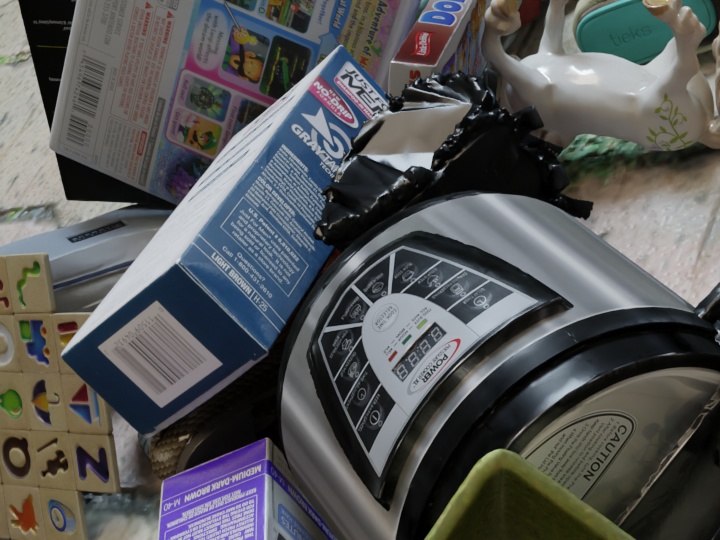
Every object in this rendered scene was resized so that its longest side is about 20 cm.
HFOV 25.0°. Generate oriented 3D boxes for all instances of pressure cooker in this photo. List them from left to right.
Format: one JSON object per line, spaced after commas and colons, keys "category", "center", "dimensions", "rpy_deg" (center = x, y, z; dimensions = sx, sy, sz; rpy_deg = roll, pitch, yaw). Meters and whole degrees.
{"category": "pressure cooker", "center": [0.077, 0.076, 0.645], "dimensions": [0.178, 0.177, 0.200], "rpy_deg": [-12, 30, -22]}

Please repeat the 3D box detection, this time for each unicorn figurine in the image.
{"category": "unicorn figurine", "center": [0.120, -0.104, 0.864], "dimensions": [0.199, 0.138, 0.074], "rpy_deg": [26, 58, 37]}

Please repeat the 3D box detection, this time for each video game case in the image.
{"category": "video game case", "center": [-0.073, -0.116, 0.898], "dimensions": [0.181, 0.201, 0.024], "rpy_deg": [23, 36, 5]}

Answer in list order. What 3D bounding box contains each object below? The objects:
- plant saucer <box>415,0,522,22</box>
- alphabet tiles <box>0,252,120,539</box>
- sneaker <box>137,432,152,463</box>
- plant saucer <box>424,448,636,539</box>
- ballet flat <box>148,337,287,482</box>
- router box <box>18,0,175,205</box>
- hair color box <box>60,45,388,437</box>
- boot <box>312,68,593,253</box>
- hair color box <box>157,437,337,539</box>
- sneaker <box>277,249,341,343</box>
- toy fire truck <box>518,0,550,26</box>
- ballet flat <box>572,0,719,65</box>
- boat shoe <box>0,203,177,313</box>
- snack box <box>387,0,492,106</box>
{"category": "plant saucer", "center": [0.003, -0.198, 0.944], "dimensions": [0.200, 0.202, 0.039], "rpy_deg": [-30, 6, 12]}
{"category": "alphabet tiles", "center": [-0.213, 0.075, 0.939], "dimensions": [0.199, 0.168, 0.006], "rpy_deg": [-2, 8, 40]}
{"category": "sneaker", "center": [-0.075, 0.079, 0.862], "dimensions": [0.082, 0.073, 0.200], "rpy_deg": [-36, 37, -6]}
{"category": "plant saucer", "center": [0.064, 0.194, 0.528], "dimensions": [0.200, 0.200, 0.048], "rpy_deg": [-55, 1, -6]}
{"category": "ballet flat", "center": [-0.023, 0.049, 0.808], "dimensions": [0.199, 0.068, 0.046], "rpy_deg": [-32, 41, -29]}
{"category": "router box", "center": [-0.096, -0.113, 0.959], "dimensions": [0.199, 0.150, 0.051], "rpy_deg": [5, 31, 21]}
{"category": "hair color box", "center": [-0.054, -0.018, 0.789], "dimensions": [0.100, 0.061, 0.200], "rpy_deg": [-35, 16, 39]}
{"category": "boot", "center": [0.030, 0.018, 0.756], "dimensions": [0.198, 0.163, 0.073], "rpy_deg": [-47, 42, -10]}
{"category": "hair color box", "center": [-0.037, 0.183, 0.680], "dimensions": [0.065, 0.109, 0.201], "rpy_deg": [-23, 39, 18]}
{"category": "sneaker", "center": [0.000, 0.000, 0.882], "dimensions": [0.200, 0.073, 0.077], "rpy_deg": [-35, 29, -24]}
{"category": "toy fire truck", "center": [0.055, -0.207, 1.046], "dimensions": [0.167, 0.113, 0.201], "rpy_deg": [-8, 43, 9]}
{"category": "ballet flat", "center": [0.208, -0.155, 0.884], "dimensions": [0.199, 0.070, 0.070], "rpy_deg": [-3, 48, 40]}
{"category": "boat shoe", "center": [-0.130, 0.010, 0.989], "dimensions": [0.201, 0.087, 0.075], "rpy_deg": [-18, 24, -23]}
{"category": "snack box", "center": [0.047, -0.111, 0.846], "dimensions": [0.024, 0.072, 0.200], "rpy_deg": [9, 30, 11]}
